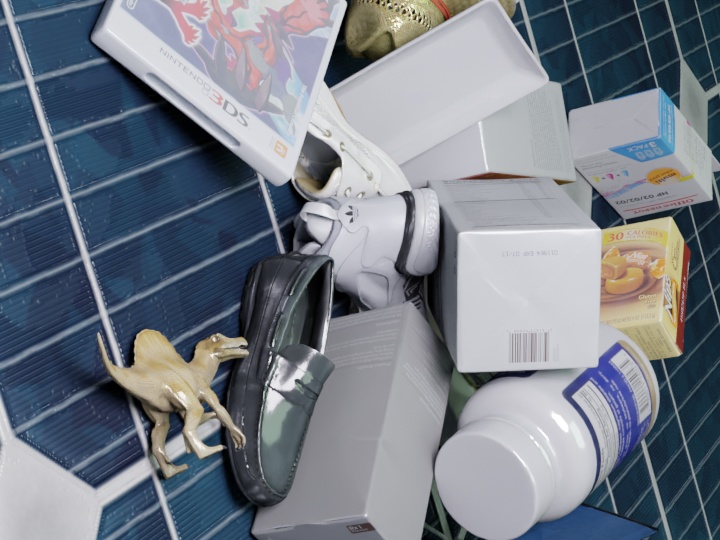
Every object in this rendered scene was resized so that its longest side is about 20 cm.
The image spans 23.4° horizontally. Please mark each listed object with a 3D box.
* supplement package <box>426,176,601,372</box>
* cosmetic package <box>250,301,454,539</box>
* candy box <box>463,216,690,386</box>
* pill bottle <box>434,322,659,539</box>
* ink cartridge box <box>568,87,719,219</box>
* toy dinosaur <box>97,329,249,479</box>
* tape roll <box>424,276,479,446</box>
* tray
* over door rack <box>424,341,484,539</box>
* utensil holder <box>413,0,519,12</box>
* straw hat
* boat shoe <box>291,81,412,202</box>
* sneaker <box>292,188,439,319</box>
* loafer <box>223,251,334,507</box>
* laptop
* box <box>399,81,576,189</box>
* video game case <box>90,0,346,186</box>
[{"bbox_3d":[0.117,-0.002,1.388,0.200,0.113,0.111,-107,-164,-75],"label":"supplement package"},{"bbox_3d":[-0.002,0.132,1.331,0.090,0.106,0.201,49,42,-40],"label":"cosmetic package"},{"bbox_3d":[0.184,0.029,1.523,0.055,0.198,0.116,52,38,-39],"label":"candy box"},{"bbox_3d":[0.145,0.128,1.375,0.200,0.119,0.121,-32,107,-50],"label":"pill bottle"},{"bbox_3d":[0.330,-0.122,1.996,0.200,0.114,0.068,37,49,-49],"label":"ink cartridge box"},{"bbox_3d":[-0.133,0.086,1.190,0.102,0.058,0.200,66,21,9],"label":"toy dinosaur"},{"bbox_3d":[0.098,0.071,1.600,0.202,0.037,0.205,30,54,-52],"label":"tape roll"},{"bbox_3d":[0.046,-0.148,1.439,0.107,0.199,0.022,48,21,-42],"label":"tray"},{"bbox_3d":[0.093,0.162,1.475,0.200,0.066,0.149,36,72,-52],"label":"over door rack"},{"bbox_3d":[0.063,-0.337,1.561,0.200,0.169,0.171,46,42,-47],"label":"utensil holder"},{"bbox_3d":[0.028,-0.211,1.459,0.201,0.200,0.086,39,68,-48],"label":"straw hat"},{"bbox_3d":[-0.026,-0.081,1.410,0.200,0.070,0.070,47,41,-28],"label":"boat shoe"},{"bbox_3d":[0.000,0.000,1.418,0.201,0.114,0.076,98,-7,-57],"label":"sneaker"},{"bbox_3d":[-0.055,0.076,1.293,0.068,0.070,0.202,40,46,-46],"label":"loafer"},{"bbox_3d":[0.149,0.295,1.468,0.187,0.115,0.202,26,74,-56],"label":"laptop"},{"bbox_3d":[0.097,-0.118,1.577,0.199,0.123,0.098,0,80,-60],"label":"box"},{"bbox_3d":[-0.099,-0.189,1.310,0.182,0.023,0.201,38,45,-25],"label":"video game case"}]
